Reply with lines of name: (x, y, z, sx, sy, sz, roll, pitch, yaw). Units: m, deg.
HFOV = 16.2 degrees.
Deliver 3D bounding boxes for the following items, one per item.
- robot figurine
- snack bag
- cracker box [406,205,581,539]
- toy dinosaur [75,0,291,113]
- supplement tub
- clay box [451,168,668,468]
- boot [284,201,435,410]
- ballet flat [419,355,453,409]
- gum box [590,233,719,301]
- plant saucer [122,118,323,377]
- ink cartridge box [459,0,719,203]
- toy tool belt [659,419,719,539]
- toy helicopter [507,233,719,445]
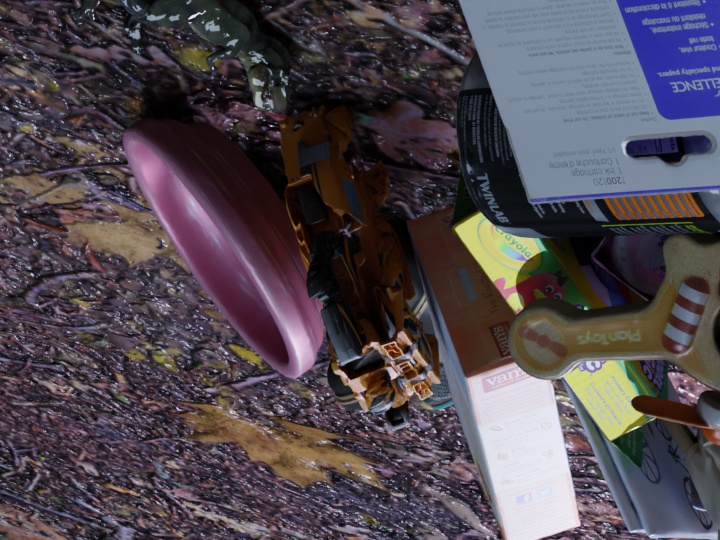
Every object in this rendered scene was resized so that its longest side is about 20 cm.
robot figurine: (0.000, 0.000, 1.592, 0.058, 0.200, 0.145, -22, 146, 10)
snack bag: (0.177, 0.092, 1.651, 0.021, 0.189, 0.200, -30, 162, 19)
cracker box: (0.088, 0.068, 1.633, 0.058, 0.134, 0.200, -18, 141, -1)
toy dinosaur: (-0.115, -0.160, 1.516, 0.088, 0.048, 0.200, -12, 144, 26)
supplement tub: (0.162, -0.080, 1.388, 0.200, 0.123, 0.123, -1, 150, 38)
clay box: (0.132, 0.014, 1.545, 0.048, 0.115, 0.200, -31, 110, 21)
boot: (-0.019, 0.015, 1.810, 0.138, 0.078, 0.200, 26, 142, -8)
ballet flat: (0.092, 0.047, 1.810, 0.072, 0.072, 0.200, 28, 155, -22)
gum box: (0.241, 0.026, 1.498, 0.200, 0.066, 0.113, 37, -171, 9)
plant saucer: (-0.083, -0.023, 1.688, 0.201, 0.051, 0.201, 51, 167, 17)
ink cartridge box: (0.141, -0.134, 1.280, 0.198, 0.043, 0.200, -2, 118, 38)
toy tool belt: (0.278, 0.132, 1.618, 0.200, 0.125, 0.123, 23, -171, -42)
toy helicopter: (0.179, 0.042, 1.429, 0.199, 0.133, 0.079, -6, -168, 27)
